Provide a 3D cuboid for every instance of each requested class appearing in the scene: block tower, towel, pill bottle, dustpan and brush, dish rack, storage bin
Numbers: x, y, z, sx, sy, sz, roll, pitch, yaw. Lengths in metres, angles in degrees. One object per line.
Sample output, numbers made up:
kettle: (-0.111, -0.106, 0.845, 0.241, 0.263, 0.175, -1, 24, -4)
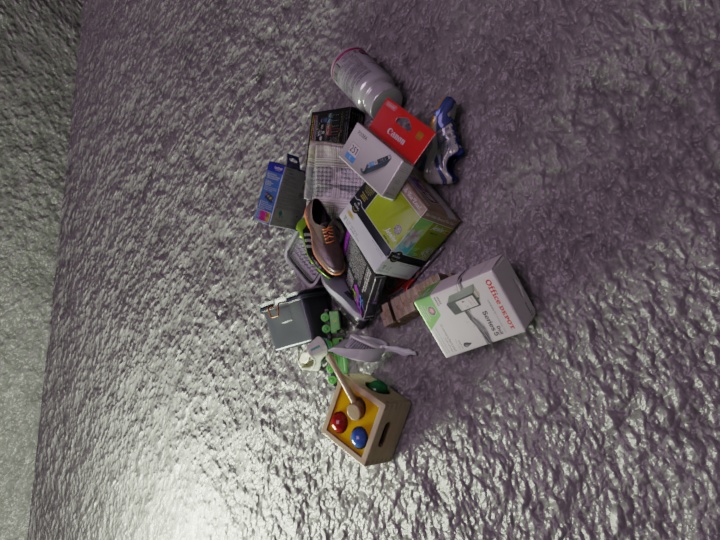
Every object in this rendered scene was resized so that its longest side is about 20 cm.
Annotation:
block tower: (0.134, 0.070, 1.432, 0.200, 0.058, 0.054, -32, 64, 33)
towel: (-0.051, -0.227, 1.582, 0.199, 0.035, 0.194, 10, 106, 18)
pill bottle: (0.017, -0.475, 1.581, 0.114, 0.113, 0.200, -52, 54, 24)
dustpan and brush: (0.036, 0.187, 1.481, 0.199, 0.139, 0.058, 19, 103, 17)
dish rack: (-0.118, -0.071, 1.692, 0.172, 0.043, 0.201, 46, 114, 36)
storage bin: (-0.172, 0.134, 1.657, 0.199, 0.145, 0.135, -21, 80, 38)

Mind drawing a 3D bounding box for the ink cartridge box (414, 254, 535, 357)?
ink cartridge box: (0.236, 0.077, 1.282, 0.199, 0.084, 0.146, -26, 98, 37)

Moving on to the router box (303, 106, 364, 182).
router box: (-0.073, -0.333, 1.675, 0.149, 0.062, 0.202, 6, 88, 41)

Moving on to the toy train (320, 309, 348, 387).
toy train: (-0.063, 0.198, 1.590, 0.056, 0.042, 0.202, -7, 87, 9)

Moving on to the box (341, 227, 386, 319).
box: (0.000, 0.000, 1.520, 0.201, 0.036, 0.144, -115, 30, -41)

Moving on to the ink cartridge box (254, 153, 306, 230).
ink cartridge box: (-0.204, -0.221, 1.728, 0.076, 0.136, 0.201, 24, 100, 36)

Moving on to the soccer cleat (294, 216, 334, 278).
soccer cleat: (-0.106, -0.069, 1.612, 0.081, 0.067, 0.201, -38, 59, 17)

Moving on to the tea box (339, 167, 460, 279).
tea box: (0.087, -0.122, 1.445, 0.197, 0.133, 0.200, -50, 51, 25)

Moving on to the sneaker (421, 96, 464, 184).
sneaker: (0.205, -0.296, 1.421, 0.088, 0.075, 0.201, 15, 101, 31)

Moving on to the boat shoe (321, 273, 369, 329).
boat shoe: (-0.040, 0.075, 1.591, 0.200, 0.070, 0.067, 43, 136, 33)

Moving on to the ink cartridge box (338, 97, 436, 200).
ink cartridge box: (0.054, -0.283, 1.392, 0.177, 0.045, 0.200, -57, 47, 17)

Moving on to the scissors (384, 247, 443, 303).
scissors: (0.131, 0.017, 1.473, 0.199, 0.014, 0.074, -31, 62, 34)

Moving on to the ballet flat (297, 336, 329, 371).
ballet flat: (-0.131, 0.221, 1.582, 0.200, 0.069, 0.070, 121, 138, -63)

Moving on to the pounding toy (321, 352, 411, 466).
pounding toy: (-0.004, 0.323, 1.461, 0.184, 0.142, 0.201, 26, 102, 41)

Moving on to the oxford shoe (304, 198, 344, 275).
oxford shoe: (-0.090, -0.085, 1.546, 0.201, 0.071, 0.073, 66, 164, 9)
